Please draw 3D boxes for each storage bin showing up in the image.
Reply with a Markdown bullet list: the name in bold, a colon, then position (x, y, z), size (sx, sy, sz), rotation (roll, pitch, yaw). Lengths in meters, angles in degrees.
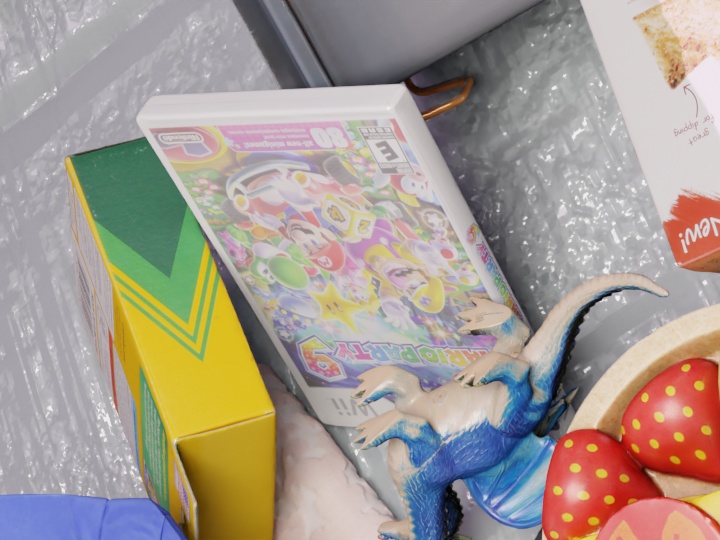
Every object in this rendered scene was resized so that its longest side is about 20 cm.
- **storage bin**: position (0.034, -0.151, 1.009), size (0.134, 0.200, 0.146), rotation (-23, 108, 20)

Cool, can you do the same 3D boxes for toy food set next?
- **toy food set**: position (0.159, 0.106, 0.851), size (0.200, 0.049, 0.198), rotation (-24, 73, 24)

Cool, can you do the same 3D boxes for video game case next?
- **video game case**: position (0.000, 0.000, 0.992), size (0.143, 0.200, 0.018), rotation (1, 45, 37)

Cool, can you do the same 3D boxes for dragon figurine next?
- **dragon figurine**: position (0.064, 0.069, 0.954), size (0.200, 0.099, 0.059), rotation (-35, 30, 17)

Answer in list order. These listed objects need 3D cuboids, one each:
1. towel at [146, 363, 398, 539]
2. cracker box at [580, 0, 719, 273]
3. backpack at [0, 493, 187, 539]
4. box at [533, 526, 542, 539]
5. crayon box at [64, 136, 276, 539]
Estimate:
- **towel**: position (-0.053, 0.176, 1.076), size (0.191, 0.032, 0.200), rotation (-52, 55, 14)
- **cracker box**: position (0.159, -0.115, 0.874), size (0.134, 0.058, 0.200), rotation (-26, 75, 27)
- **backpack**: position (-0.108, 0.216, 0.964), size (0.167, 0.200, 0.163), rotation (7, 52, 3)
- **box**: position (0.152, 0.164, 0.916), size (0.198, 0.050, 0.200), rotation (37, 102, 38)
- **crayon box**: position (-0.085, 0.053, 1.038), size (0.051, 0.126, 0.200), rotation (-15, 56, -14)
